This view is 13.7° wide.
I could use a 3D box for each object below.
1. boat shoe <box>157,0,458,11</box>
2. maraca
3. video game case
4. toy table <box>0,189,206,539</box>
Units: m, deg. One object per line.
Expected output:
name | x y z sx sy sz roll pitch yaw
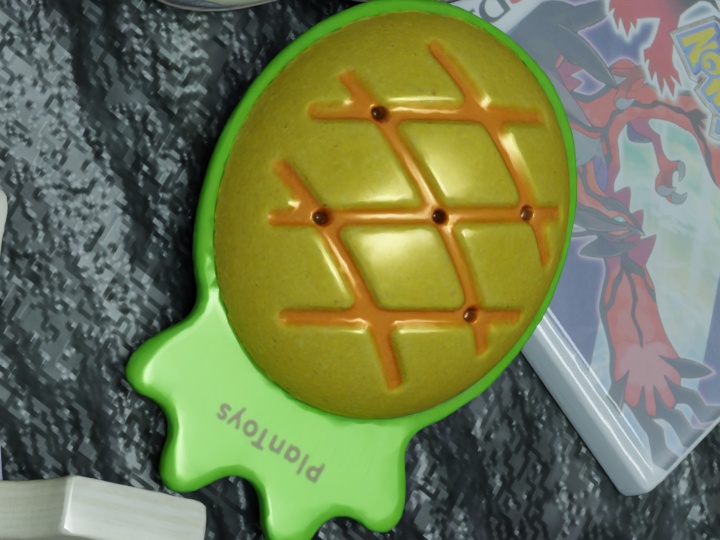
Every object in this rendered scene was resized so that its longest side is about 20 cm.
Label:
boat shoe | 0.007 -0.141 1.092 0.199 0.073 0.075 -14 69 -32
maraca | 0.000 0.000 1.057 0.137 0.107 0.201 31 81 -14
video game case | 0.108 -0.045 1.175 0.182 0.023 0.200 -42 103 -30
toy table | -0.154 0.075 0.941 0.183 0.117 0.201 2 79 -31
